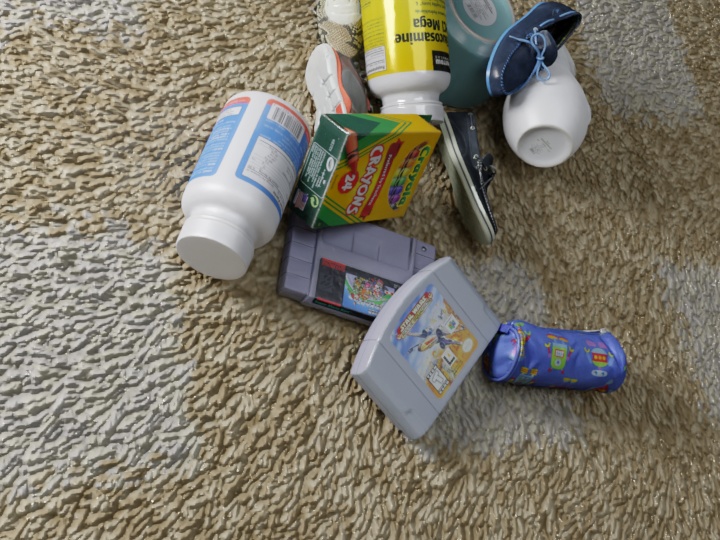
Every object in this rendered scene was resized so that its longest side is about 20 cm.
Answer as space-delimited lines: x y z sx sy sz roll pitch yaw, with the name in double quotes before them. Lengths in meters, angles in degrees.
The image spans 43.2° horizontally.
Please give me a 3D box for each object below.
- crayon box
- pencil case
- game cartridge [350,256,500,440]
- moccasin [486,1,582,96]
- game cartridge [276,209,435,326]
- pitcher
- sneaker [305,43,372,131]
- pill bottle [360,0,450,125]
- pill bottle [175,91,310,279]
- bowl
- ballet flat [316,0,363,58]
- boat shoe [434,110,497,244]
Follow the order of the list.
"crayon box" 0.018 -0.124 1.091 0.200 0.127 0.051 -12 44 -47
"pencil case" 0.255 0.111 1.180 0.199 0.078 0.087 8 90 -27
"game cartridge" 0.079 0.084 1.090 0.133 0.041 0.200 52 59 -23
"moccasin" 0.242 -0.314 1.256 0.200 0.068 0.081 -54 143 -26
"game cartridge" 0.000 0.000 1.113 0.199 0.038 0.130 18 57 -22
"pitcher" 0.287 -0.234 1.337 0.171 0.121 0.201 36 43 -27
"sneaker" -0.012 -0.200 1.169 0.082 0.077 0.201 5 67 -35
"pill bottle" 0.061 -0.293 1.203 0.112 0.112 0.201 -7 93 -32
"pill bottle" -0.136 -0.095 1.028 0.112 0.112 0.201 29 58 -16
"bowl" 0.147 -0.346 1.303 0.200 0.105 0.202 11 65 -25
"ballet flat" -0.023 -0.386 1.239 0.067 0.075 0.201 5 65 -3
"boat shoe" 0.153 -0.131 1.228 0.062 0.075 0.201 -13 70 -7
